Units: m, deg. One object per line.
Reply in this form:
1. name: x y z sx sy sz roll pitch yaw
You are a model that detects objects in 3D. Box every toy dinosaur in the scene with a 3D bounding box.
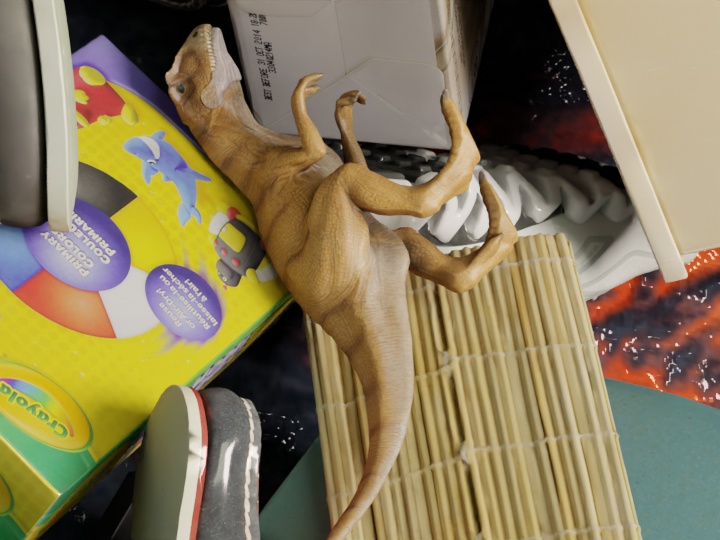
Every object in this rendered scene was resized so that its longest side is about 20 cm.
1. toy dinosaur: 0.000 0.000 0.882 0.106 0.060 0.200 -27 61 0

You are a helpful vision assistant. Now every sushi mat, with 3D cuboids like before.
1. sushi mat: 0.036 0.063 0.847 0.200 0.096 0.012 -98 173 -49

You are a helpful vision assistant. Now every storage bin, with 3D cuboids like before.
1. storage bin: 0.127 -0.141 0.958 0.199 0.094 0.200 -84 154 -43

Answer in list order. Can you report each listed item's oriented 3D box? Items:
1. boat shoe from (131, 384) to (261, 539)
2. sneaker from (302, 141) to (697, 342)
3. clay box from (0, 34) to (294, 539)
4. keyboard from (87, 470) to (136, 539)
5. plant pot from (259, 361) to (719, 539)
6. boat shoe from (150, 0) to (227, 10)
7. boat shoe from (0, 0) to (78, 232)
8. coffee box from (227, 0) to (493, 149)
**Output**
1. boat shoe: -0.040 0.127 0.837 0.063 0.071 0.200 -1 112 -10
2. sneaker: 0.052 -0.005 1.003 0.200 0.075 0.081 -1 103 -41
3. clay box: -0.106 0.010 0.859 0.115 0.048 0.200 43 38 3
4. keyboard: -0.112 0.147 0.841 0.200 0.021 0.127 -61 139 -33
5. plant pot: 0.069 0.123 0.885 0.200 0.141 0.141 23 53 19
6. boat shoe: -0.131 -0.123 0.924 0.200 0.071 0.064 20 73 -24
7. boat shoe: -0.129 -0.107 0.841 0.061 0.072 0.201 -8 82 -9
8. coffee box: 0.012 -0.158 0.968 0.080 0.114 0.200 6 54 11
